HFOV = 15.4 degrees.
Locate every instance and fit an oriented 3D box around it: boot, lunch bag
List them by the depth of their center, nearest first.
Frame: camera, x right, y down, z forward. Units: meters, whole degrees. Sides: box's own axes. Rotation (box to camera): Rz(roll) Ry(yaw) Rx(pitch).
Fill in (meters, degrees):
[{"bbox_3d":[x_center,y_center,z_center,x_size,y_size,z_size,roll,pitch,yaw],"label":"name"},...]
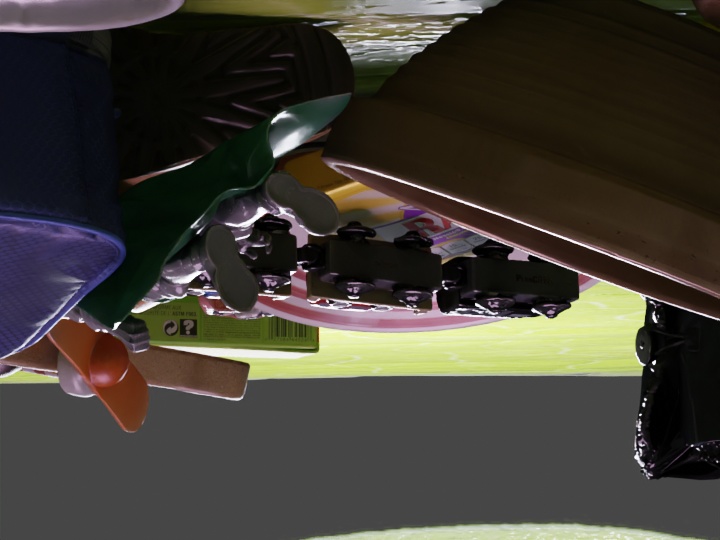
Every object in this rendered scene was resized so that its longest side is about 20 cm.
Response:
[{"bbox_3d":[-0.174,-0.052,0.917,0.199,0.133,0.136,4,155,-32],"label":"lunch bag"},{"bbox_3d":[-0.100,-0.057,1.135,0.174,0.066,0.200,0,175,-14],"label":"boot"},{"bbox_3d":[0.158,0.028,1.428,0.076,0.169,0.200,2,174,-20],"label":"boot"}]

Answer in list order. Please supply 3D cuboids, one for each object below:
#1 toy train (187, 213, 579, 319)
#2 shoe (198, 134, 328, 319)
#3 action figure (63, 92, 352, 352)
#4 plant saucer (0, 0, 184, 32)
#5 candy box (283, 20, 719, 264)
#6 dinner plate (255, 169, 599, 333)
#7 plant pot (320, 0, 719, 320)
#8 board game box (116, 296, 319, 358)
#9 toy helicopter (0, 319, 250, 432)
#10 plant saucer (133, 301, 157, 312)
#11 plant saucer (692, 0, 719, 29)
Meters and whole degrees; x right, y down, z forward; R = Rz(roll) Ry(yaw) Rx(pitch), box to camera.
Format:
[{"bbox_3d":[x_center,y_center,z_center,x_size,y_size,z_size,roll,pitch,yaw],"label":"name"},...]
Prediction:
[{"bbox_3d":[0.000,0.000,1.131,0.199,0.034,0.046,6,165,-26],"label":"toy train"},{"bbox_3d":[-0.020,-0.025,1.301,0.071,0.091,0.200,4,172,-31],"label":"shoe"},{"bbox_3d":[-0.076,-0.008,1.000,0.118,0.055,0.200,-41,-167,-21],"label":"action figure"},{"bbox_3d":[-0.104,-0.105,0.791,0.199,0.050,0.200,0,173,0],"label":"plant saucer"},{"bbox_3d":[0.078,-0.048,1.114,0.199,0.026,0.102,-18,151,23],"label":"candy box"},{"bbox_3d":[0.028,-0.020,1.222,0.199,0.024,0.200,-3,153,-1],"label":"dinner plate"},{"bbox_3d":[0.093,-0.047,0.980,0.200,0.093,0.201,20,180,0],"label":"plant pot"},{"bbox_3d":[-0.123,-0.008,1.410,0.199,0.102,0.048,2,173,-18],"label":"board game box"},{"bbox_3d":[-0.129,0.037,1.233,0.200,0.079,0.132,11,175,-39],"label":"toy helicopter"},{"bbox_3d":[-0.169,-0.026,1.231,0.200,0.038,0.200,21,177,1],"label":"plant saucer"},{"bbox_3d":[0.199,-0.103,0.898,0.199,0.030,0.200,-1,173,0],"label":"plant saucer"}]
